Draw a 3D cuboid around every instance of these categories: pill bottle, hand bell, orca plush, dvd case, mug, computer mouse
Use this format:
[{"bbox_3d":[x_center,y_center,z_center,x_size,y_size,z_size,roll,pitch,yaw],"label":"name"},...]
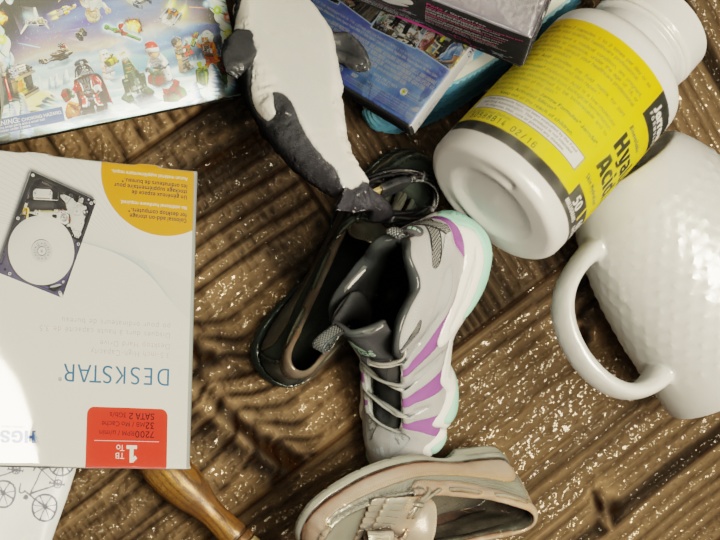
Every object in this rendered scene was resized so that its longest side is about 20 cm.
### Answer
[{"bbox_3d":[0.151,-0.112,1.361,0.111,0.111,0.200,48,68,-13],"label":"pill bottle"},{"bbox_3d":[-0.090,0.184,1.357,0.200,0.104,0.104,43,78,-1],"label":"hand bell"},{"bbox_3d":[-0.040,-0.110,1.334,0.105,0.071,0.200,-26,74,-34],"label":"orca plush"},{"bbox_3d":[0.036,-0.208,1.377,0.142,0.018,0.200,32,79,20],"label":"dvd case"},{"bbox_3d":[0.221,0.009,1.408,0.200,0.148,0.176,-39,100,-25],"label":"mug"},{"bbox_3d":[0.076,-0.085,1.395,0.200,0.034,0.059,-32,98,-33],"label":"computer mouse"}]

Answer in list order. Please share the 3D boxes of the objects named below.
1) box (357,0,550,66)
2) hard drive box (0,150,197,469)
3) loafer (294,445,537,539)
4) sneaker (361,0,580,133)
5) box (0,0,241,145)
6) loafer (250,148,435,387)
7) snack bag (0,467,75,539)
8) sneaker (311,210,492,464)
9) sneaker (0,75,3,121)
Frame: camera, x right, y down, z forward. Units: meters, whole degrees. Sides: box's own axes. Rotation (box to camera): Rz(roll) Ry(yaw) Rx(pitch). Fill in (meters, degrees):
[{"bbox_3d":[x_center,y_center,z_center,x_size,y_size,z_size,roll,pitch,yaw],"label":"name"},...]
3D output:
[{"bbox_3d":[0.042,-0.237,1.282,0.199,0.115,0.132,22,88,2],"label":"box"},{"bbox_3d":[-0.192,0.030,1.280,0.155,0.077,0.201,4,84,-32],"label":"hard drive box"},{"bbox_3d":[0.046,0.169,1.359,0.200,0.063,0.072,-9,133,-43],"label":"loafer"},{"bbox_3d":[0.073,-0.174,1.407,0.200,0.077,0.081,-39,83,-13],"label":"sneaker"},{"bbox_3d":[-0.189,-0.166,1.330,0.199,0.040,0.137,-14,94,-18],"label":"box"},{"bbox_3d":[0.000,0.000,1.382,0.072,0.063,0.200,37,80,-15],"label":"loafer"},{"bbox_3d":[-0.289,0.119,1.310,0.200,0.021,0.189,21,84,-17],"label":"snack bag"},{"bbox_3d":[0.011,0.057,1.336,0.140,0.078,0.201,-9,115,-55],"label":"sneaker"},{"bbox_3d":[-0.276,-0.170,1.236,0.077,0.085,0.201,-19,95,-17],"label":"sneaker"}]
